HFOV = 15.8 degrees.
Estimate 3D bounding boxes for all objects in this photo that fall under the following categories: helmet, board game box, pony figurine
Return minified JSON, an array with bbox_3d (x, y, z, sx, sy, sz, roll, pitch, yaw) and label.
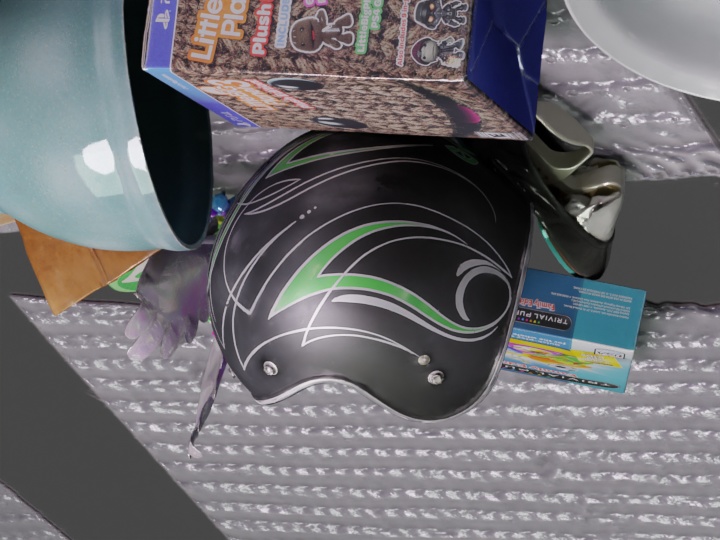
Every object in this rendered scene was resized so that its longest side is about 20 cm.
[{"bbox_3d":[0.000,0.000,1.672,0.190,0.200,0.200,16,152,-6],"label":"helmet"},{"bbox_3d":[0.124,0.040,1.868,0.151,0.047,0.200,11,170,6],"label":"board game box"},{"bbox_3d":[-0.006,-0.145,1.553,0.200,0.097,0.159,4,172,20],"label":"board game box"},{"bbox_3d":[-0.079,0.017,1.827,0.200,0.193,0.167,0,140,12],"label":"pony figurine"}]

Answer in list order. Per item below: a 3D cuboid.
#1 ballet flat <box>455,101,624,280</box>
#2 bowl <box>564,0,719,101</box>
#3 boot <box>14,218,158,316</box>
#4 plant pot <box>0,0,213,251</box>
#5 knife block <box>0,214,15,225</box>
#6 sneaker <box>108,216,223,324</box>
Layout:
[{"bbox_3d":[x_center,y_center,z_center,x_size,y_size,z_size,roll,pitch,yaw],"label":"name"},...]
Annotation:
[{"bbox_3d":[0.134,-0.059,1.732,0.068,0.068,0.200,-19,139,26],"label":"ballet flat"},{"bbox_3d":[0.216,-0.183,1.439,0.201,0.090,0.201,12,151,7],"label":"bowl"},{"bbox_3d":[-0.243,-0.063,1.757,0.188,0.068,0.200,-26,99,11],"label":"boot"},{"bbox_3d":[-0.182,-0.102,1.625,0.134,0.200,0.200,-9,147,10],"label":"plant pot"},{"bbox_3d":[-0.333,-0.041,1.853,0.064,0.176,0.200,18,163,48],"label":"knife block"},{"bbox_3d":[-0.111,0.002,1.933,0.200,0.084,0.074,0,149,27],"label":"sneaker"}]
